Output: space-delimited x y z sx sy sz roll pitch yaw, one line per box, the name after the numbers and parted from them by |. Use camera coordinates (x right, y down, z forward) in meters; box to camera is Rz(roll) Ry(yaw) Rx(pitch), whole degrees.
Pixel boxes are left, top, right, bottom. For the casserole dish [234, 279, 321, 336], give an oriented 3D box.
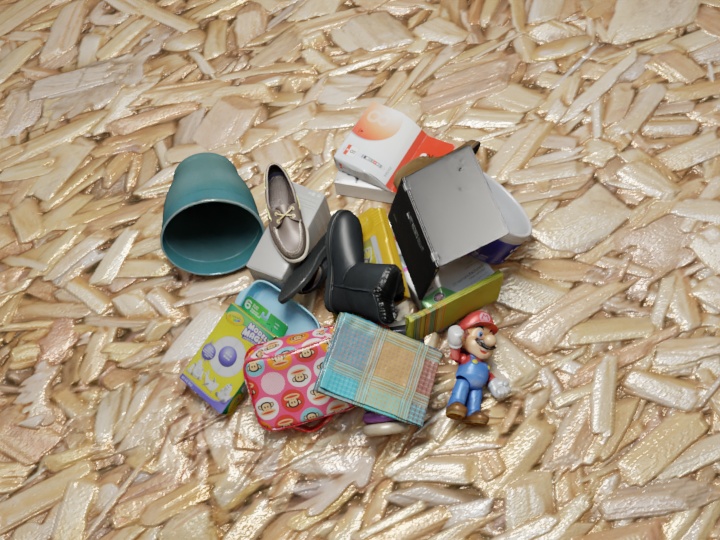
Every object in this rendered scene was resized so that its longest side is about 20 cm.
-0.153 0.103 1.502 0.199 0.039 0.122 35 101 22 | casserole dish

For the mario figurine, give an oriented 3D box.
0.208 0.166 1.404 0.105 0.123 0.201 2 68 22 | mario figurine

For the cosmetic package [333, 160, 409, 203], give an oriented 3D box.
0.053 -0.186 1.628 0.199 0.051 0.083 10 67 12 | cosmetic package

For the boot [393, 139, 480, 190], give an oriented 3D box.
0.150 -0.209 1.552 0.200 0.074 0.076 -36 69 -17 | boot

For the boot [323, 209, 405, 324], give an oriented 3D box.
0.012 -0.009 1.418 0.168 0.076 0.202 4 88 48 | boot

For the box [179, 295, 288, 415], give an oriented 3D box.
-0.232 0.154 1.475 0.117 0.048 0.201 34 88 21 | box

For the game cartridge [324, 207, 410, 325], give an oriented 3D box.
0.000 0.000 1.502 0.176 0.032 0.201 -34 59 33 | game cartridge

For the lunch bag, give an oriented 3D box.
-0.099 0.204 1.415 0.199 0.082 0.177 -14 107 -1 | lunch bag

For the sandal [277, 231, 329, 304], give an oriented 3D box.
-0.080 -0.006 1.486 0.048 0.075 0.201 47 62 -18 | sandal

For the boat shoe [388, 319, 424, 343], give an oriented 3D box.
0.023 0.142 1.463 0.198 0.073 0.063 -13 60 -4 | boat shoe

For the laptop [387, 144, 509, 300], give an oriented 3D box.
0.148 -0.082 1.411 0.115 0.200 0.188 -10 64 -17 | laptop

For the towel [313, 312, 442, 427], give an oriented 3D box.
0.034 0.170 1.358 0.199 0.022 0.148 21 71 -10 | towel

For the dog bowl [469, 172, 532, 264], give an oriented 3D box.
0.221 -0.108 1.488 0.079 0.199 0.201 -51 61 30 | dog bowl

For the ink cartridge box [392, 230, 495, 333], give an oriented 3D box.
0.145 -0.008 1.509 0.145 0.088 0.200 -33 63 -5 | ink cartridge box

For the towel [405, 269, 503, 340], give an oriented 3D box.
0.166 0.066 1.417 0.199 0.086 0.018 -25 59 -17 | towel

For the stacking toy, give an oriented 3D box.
0.034 0.188 1.404 0.085 0.085 0.202 -8 80 3 | stacking toy

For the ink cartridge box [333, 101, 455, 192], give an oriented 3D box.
0.069 -0.241 1.599 0.199 0.050 0.163 24 66 21 | ink cartridge box

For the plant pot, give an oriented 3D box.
-0.298 -0.126 1.575 0.199 0.201 0.189 -15 48 0 | plant pot

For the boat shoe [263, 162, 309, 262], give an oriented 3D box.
-0.144 -0.111 1.495 0.071 0.060 0.201 -14 63 0 | boat shoe

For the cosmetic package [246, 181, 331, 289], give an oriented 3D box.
-0.136 -0.056 1.560 0.090 0.107 0.201 23 67 16 | cosmetic package
